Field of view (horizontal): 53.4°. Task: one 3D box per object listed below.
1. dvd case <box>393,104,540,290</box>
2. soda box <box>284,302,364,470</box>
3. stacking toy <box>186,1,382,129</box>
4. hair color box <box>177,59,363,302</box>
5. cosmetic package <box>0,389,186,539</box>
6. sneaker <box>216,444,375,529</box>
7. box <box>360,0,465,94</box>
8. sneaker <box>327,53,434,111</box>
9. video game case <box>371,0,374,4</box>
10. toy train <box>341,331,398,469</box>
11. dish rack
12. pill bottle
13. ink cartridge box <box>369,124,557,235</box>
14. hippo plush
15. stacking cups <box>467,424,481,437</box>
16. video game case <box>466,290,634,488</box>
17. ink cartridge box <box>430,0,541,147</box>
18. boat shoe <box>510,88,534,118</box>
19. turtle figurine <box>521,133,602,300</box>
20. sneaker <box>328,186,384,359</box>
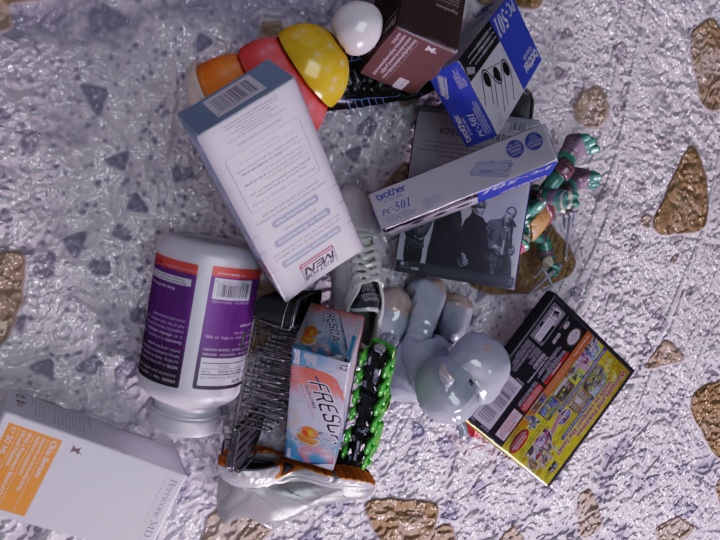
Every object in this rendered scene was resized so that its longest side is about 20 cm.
[{"bbox_3d":[0.127,-0.088,0.862,0.148,0.025,0.204,9,91,9],"label":"dvd case"},{"bbox_3d":[-0.042,0.133,0.791,0.063,0.069,0.202,14,133,6],"label":"soda box"},{"bbox_3d":[-0.059,-0.192,0.713,0.198,0.147,0.147,-32,112,12],"label":"stacking toy"},{"bbox_3d":[-0.077,-0.078,0.670,0.098,0.061,0.202,-33,131,-12],"label":"hair color box"},{"bbox_3d":[-0.298,0.215,0.755,0.198,0.071,0.103,28,88,-25],"label":"cosmetic package"},{"bbox_3d":[-0.080,0.267,0.865,0.197,0.076,0.093,9,103,-17],"label":"sneaker"},{"bbox_3d":[0.063,-0.302,0.745,0.074,0.100,0.203,14,73,-19],"label":"box"},{"bbox_3d":[0.005,-0.220,0.804,0.197,0.078,0.071,-15,105,-21],"label":"sneaker"},{"bbox_3d":[0.067,-0.417,0.827,0.199,0.022,0.184,-34,111,-13],"label":"video game case"},{"bbox_3d":[0.014,0.149,0.809,0.056,0.041,0.202,-46,154,-46],"label":"toy train"},{"bbox_3d":[-0.097,0.118,0.784,0.054,0.153,0.203,12,94,7],"label":"dish rack"},{"bbox_3d":[-0.173,0.066,0.760,0.111,0.112,0.203,8,96,-24],"label":"pill bottle"},{"bbox_3d":[0.113,-0.096,0.796,0.197,0.094,0.045,-21,85,9],"label":"ink cartridge box"},{"bbox_3d":[0.084,0.102,0.849,0.198,0.160,0.161,-29,110,-16],"label":"hippo plush"},{"bbox_3d":[0.234,0.181,0.992,0.197,0.060,0.062,-11,104,-16],"label":"stacking cups"},{"bbox_3d":[0.247,0.160,0.945,0.180,0.025,0.201,39,87,-21],"label":"video game case"},{"bbox_3d":[0.149,-0.235,0.827,0.095,0.044,0.201,56,43,-21],"label":"ink cartridge box"},{"bbox_3d":[0.181,-0.136,0.902,0.071,0.067,0.203,19,90,-23],"label":"boat shoe"},{"bbox_3d":[0.239,-0.072,0.912,0.100,0.150,0.201,30,70,17],"label":"turtle figurine"},{"bbox_3d":[0.000,0.000,0.828,0.075,0.080,0.204,-1,84,-18],"label":"sneaker"}]
